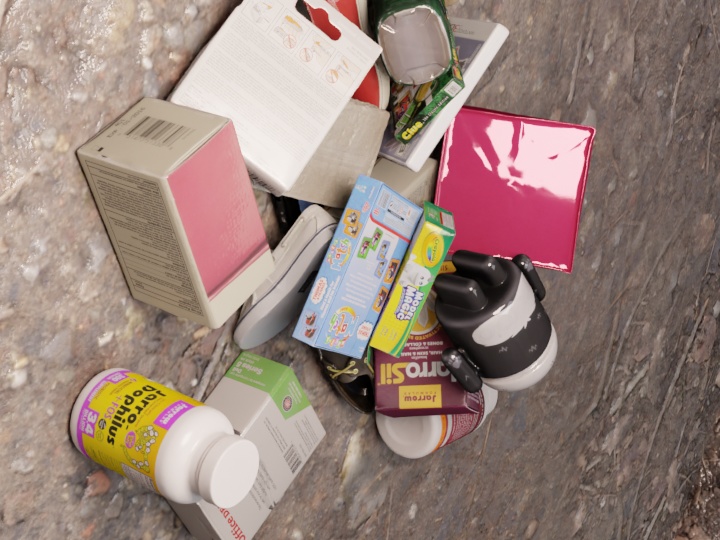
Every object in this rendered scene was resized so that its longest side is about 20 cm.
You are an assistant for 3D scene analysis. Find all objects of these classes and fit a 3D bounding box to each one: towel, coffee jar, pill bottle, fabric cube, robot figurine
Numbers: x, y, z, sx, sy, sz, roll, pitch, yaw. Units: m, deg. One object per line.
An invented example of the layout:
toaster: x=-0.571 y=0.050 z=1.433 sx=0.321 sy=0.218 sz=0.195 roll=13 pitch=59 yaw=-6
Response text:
towel: x=-0.053 y=-0.146 z=1.439 sx=0.199 sy=0.034 sz=0.133 roll=11 pitch=101 yaw=-49
coffee jar: x=0.059 y=-0.313 z=1.477 sx=0.201 sy=0.085 sz=0.105 roll=-93 pitch=167 yaw=-51
pill bottle: x=0.122 y=0.205 z=1.868 sx=0.200 sy=0.113 sz=0.114 roll=-14 pitch=117 yaw=-52
fabric cube: x=0.203 y=-0.116 z=1.688 sx=0.199 sy=0.199 sz=0.197 roll=-56 pitch=156 yaw=-82
robot figurine: x=0.169 y=0.064 z=1.566 sx=0.150 sy=0.125 sz=0.200 roll=-28 pitch=125 yaw=11
pill bottle: x=-0.204 y=0.179 z=1.301 sx=0.104 sy=0.199 sz=0.105 roll=-30 pitch=128 yaw=-46

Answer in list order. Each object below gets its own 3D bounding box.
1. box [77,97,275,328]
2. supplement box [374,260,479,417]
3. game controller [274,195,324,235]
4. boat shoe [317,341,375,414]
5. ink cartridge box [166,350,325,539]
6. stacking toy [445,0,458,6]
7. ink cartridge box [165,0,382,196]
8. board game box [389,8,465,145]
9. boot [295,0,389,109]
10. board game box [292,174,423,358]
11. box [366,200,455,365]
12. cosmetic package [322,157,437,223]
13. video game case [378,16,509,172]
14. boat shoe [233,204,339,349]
box: x=-0.186 y=-0.060 z=1.281 sx=0.109 sy=0.127 sz=0.201 roll=-47 pitch=140 yaw=-34
supplement box: x=0.089 y=0.094 z=1.683 sx=0.103 sy=0.130 sz=0.201 roll=37 pitch=50 yaw=-71
game controller: x=-0.073 y=-0.129 z=1.492 sx=0.104 sy=0.042 sz=0.201 roll=-45 pitch=139 yaw=-35
boat shoe: x=-0.014 y=0.125 z=1.657 sx=0.201 sy=0.071 sz=0.061 roll=58 pitch=27 yaw=-51
ink cartridge box: x=-0.146 y=0.224 z=1.512 sx=0.200 sy=0.084 sz=0.146 roll=-53 pitch=142 yaw=-27
stacking toy: x=0.129 y=-0.445 z=1.611 sx=0.201 sy=0.085 sz=0.085 roll=-64 pitch=146 yaw=-21
ink cartridge box: x=-0.093 y=-0.207 z=1.338 sx=0.161 sy=0.050 sz=0.201 roll=37 pitch=73 yaw=-17
board game box: x=0.076 y=-0.244 z=1.515 sx=0.023 sy=0.200 sz=0.105 roll=36 pitch=117 yaw=-26
boot: x=-0.042 y=-0.244 z=1.461 sx=0.144 sy=0.072 sz=0.201 roll=-43 pitch=129 yaw=-36
board game box: x=0.000 y=0.000 z=1.460 sx=0.201 sy=0.036 sz=0.151 roll=-68 pitch=157 yaw=-1
box: x=0.059 y=0.021 z=1.559 sx=0.117 sy=0.048 sz=0.201 roll=-81 pitch=-163 yaw=-73
cosmetic package: x=0.022 y=-0.068 z=1.595 sx=0.200 sy=0.073 sz=0.104 roll=-45 pitch=148 yaw=-49
video game case: x=0.083 y=-0.224 z=1.527 sx=0.023 sy=0.182 sz=0.201 roll=33 pitch=91 yaw=-25
boat shoe: x=-0.101 y=0.000 z=1.485 sx=0.074 sy=0.086 sz=0.202 roll=-1 pitch=135 yaw=-53
